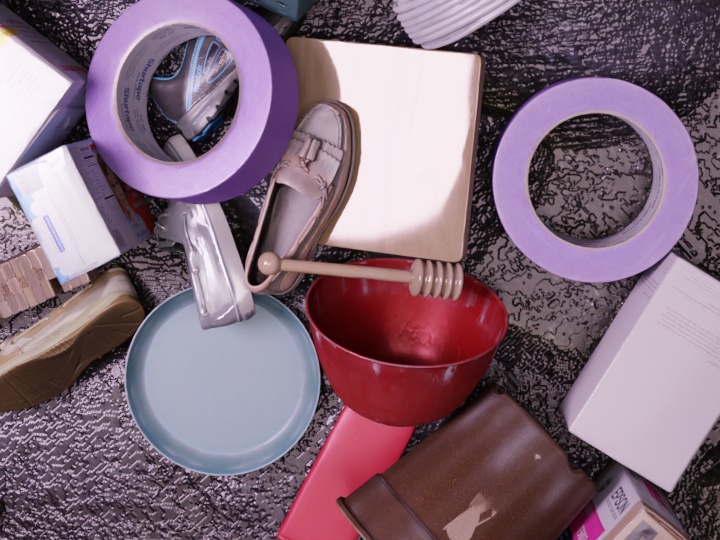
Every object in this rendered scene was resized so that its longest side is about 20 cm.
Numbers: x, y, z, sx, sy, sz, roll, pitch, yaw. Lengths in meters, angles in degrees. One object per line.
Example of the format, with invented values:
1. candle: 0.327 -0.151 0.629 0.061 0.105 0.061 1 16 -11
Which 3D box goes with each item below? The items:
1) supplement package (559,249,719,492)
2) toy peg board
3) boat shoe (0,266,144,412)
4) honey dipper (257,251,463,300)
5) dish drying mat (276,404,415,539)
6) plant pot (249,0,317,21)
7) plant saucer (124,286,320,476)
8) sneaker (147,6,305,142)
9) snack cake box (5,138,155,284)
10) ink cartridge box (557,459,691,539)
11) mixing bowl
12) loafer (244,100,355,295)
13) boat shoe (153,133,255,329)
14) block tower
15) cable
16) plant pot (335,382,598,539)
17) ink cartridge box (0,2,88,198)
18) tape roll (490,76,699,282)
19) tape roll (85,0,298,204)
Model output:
1. supplement package: 0.301 0.093 1.681 0.121 0.120 0.200 32 97 -3
2. toy peg board: 0.027 -0.122 1.696 0.198 0.098 0.201 7 97 17
3. boat shoe: -0.313 0.072 1.742 0.200 0.073 0.063 -36 50 10
4. honey dipper: 0.000 0.000 1.638 0.199 0.038 0.038 7 97 -14
5. dish drying mat: -0.008 0.205 1.761 0.077 0.018 0.200 27 98 -1
6. plant pot: -0.056 -0.350 1.614 0.141 0.141 0.201 24 83 0
7. plant saucer: -0.141 0.110 1.745 0.199 0.027 0.201 0 98 -2
8. sneaker: -0.128 -0.223 1.689 0.082 0.073 0.200 43 95 2
9. snack cake box: -0.264 -0.064 1.649 0.067 0.200 0.115 -26 94 7
10. ink cartridge box: 0.234 0.283 1.665 0.075 0.200 0.165 41 96 -3
11. mixing bowl: 0.041 0.083 1.672 0.199 0.200 0.109 6 120 2
12. loafer: -0.060 -0.067 1.645 0.072 0.063 0.201 24 102 16
13. boat shoe: -0.168 -0.037 1.694 0.071 0.070 0.201 -21 80 -9
14. block tower: -0.364 0.020 1.729 0.199 0.054 0.058 -21 98 11
15. cable: 0.124 -0.284 1.608 0.200 0.200 0.069 -35 100 -17
16. plant pot: 0.115 0.231 1.679 0.198 0.200 0.200 -43 93 -2
17. ink cartridge box: -0.383 -0.187 1.668 0.200 0.147 0.146 37 96 -1
18. tape roll: 0.228 -0.091 1.682 0.199 0.085 0.201 0 97 2
19. tape roll: -0.162 -0.166 1.635 0.199 0.066 0.201 -1 87 22
